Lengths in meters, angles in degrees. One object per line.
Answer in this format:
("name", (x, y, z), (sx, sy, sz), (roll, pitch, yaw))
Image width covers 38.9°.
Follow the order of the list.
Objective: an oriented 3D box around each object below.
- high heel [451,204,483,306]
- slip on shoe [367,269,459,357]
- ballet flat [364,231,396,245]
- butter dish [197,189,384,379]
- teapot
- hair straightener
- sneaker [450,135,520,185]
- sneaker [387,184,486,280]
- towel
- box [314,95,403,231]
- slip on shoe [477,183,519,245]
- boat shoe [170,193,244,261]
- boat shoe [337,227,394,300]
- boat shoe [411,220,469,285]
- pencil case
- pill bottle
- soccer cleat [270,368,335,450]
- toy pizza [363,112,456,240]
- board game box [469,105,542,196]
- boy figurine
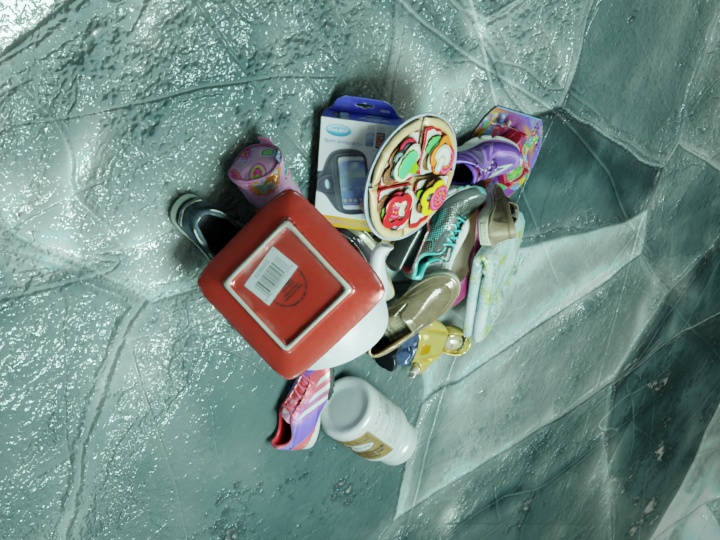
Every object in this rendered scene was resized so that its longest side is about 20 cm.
("high heel", (0.173, -0.026, 1.790), (0.200, 0.067, 0.096), (-56, 150, -7))
("slip on shoe", (0.084, 0.076, 1.714), (0.200, 0.061, 0.076), (-33, 111, 15))
("ballet flat", (0.017, -0.101, 1.596), (0.063, 0.069, 0.200), (-35, 136, -11))
("butter dish", (-0.084, 0.012, 1.414), (0.200, 0.199, 0.148), (-44, 179, 14))
("teapot", (-0.064, 0.047, 1.545), (0.200, 0.197, 0.146), (-41, 121, -36))
("hair straightener", (0.090, -0.085, 1.604), (0.077, 0.041, 0.200), (-1, 125, -51))
("sneaker", (0.186, -0.167, 1.684), (0.200, 0.083, 0.081), (-13, 127, -27))
("sneaker", (0.135, -0.058, 1.671), (0.200, 0.091, 0.078), (-40, 150, 22))
("towel", (0.241, 0.010, 1.845), (0.171, 0.048, 0.200), (-53, 154, -47))
("box", (-0.003, -0.155, 1.505), (0.042, 0.119, 0.200), (-75, 171, -58))
("slip on shoe", (0.236, -0.095, 1.706), (0.200, 0.060, 0.076), (-55, 138, -68))
("boat shoe", (-0.186, -0.040, 1.441), (0.075, 0.062, 0.200), (-50, 140, -9))
("boat shoe", (0.000, 0.000, 1.645), (0.065, 0.072, 0.200), (-47, 145, -17))
("boat shoe", (0.124, -0.014, 1.751), (0.068, 0.072, 0.200), (13, 107, -52))
("pencil case", (-0.114, -0.096, 1.458), (0.087, 0.087, 0.200), (-43, 137, -14))
("pill bottle", (0.019, 0.275, 1.813), (0.114, 0.114, 0.200), (-52, 140, -4))
("soccer cleat", (-0.097, 0.217, 1.702), (0.073, 0.068, 0.200), (-5, 122, -37))
("toy pizza", (0.081, -0.133, 1.498), (0.200, 0.032, 0.201), (-29, 134, -35))
("board game box", (0.262, -0.197, 1.788), (0.200, 0.039, 0.158), (6, 111, -45))
("boy figurine", (0.117, 0.140, 1.858), (0.200, 0.064, 0.125), (-2, 115, -40))
